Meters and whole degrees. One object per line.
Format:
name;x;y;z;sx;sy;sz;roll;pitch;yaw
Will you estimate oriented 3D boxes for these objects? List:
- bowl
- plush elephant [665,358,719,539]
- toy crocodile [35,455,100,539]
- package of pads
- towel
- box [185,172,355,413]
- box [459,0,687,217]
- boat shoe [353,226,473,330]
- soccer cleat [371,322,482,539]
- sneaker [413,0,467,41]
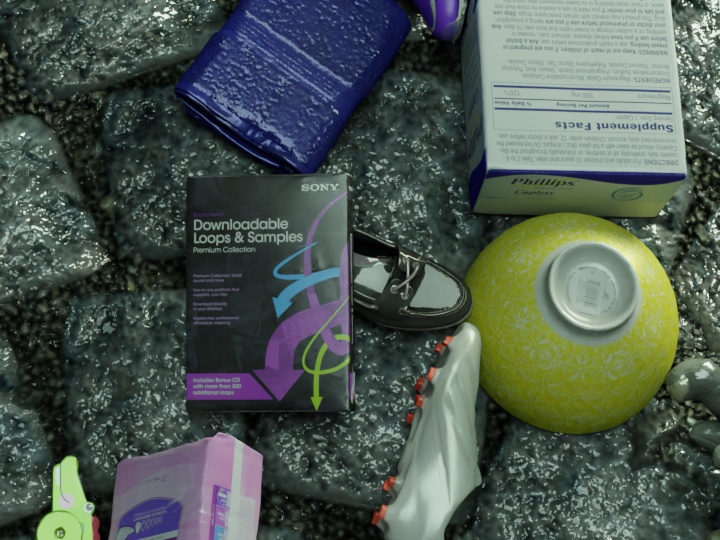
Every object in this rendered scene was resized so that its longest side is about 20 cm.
bowl;0.188;0.031;1.551;0.198;0.108;0.202;2;70;-6
plush elephant;0.343;0.159;1.495;0.200;0.164;0.155;50;44;-13
toy crocodile;-0.230;0.250;1.441;0.061;0.068;0.202;1;72;-11
package of pads;-0.144;0.237;1.419;0.075;0.120;0.202;27;55;-40
towel;-0.059;-0.190;1.635;0.147;0.050;0.201;35;69;-2
box;-0.077;0.019;1.518;0.141;0.036;0.203;-1;85;6
box;0.187;-0.158;1.620;0.182;0.105;0.202;1;69;-7
boat shoe;0.000;0.000;1.548;0.198;0.057;0.067;18;74;11
soccer cleat;0.073;0.144;1.521;0.077;0.069;0.202;21;76;-4
sneaker;0.034;-0.291;1.663;0.098;0.070;0.202;-8;60;-14
